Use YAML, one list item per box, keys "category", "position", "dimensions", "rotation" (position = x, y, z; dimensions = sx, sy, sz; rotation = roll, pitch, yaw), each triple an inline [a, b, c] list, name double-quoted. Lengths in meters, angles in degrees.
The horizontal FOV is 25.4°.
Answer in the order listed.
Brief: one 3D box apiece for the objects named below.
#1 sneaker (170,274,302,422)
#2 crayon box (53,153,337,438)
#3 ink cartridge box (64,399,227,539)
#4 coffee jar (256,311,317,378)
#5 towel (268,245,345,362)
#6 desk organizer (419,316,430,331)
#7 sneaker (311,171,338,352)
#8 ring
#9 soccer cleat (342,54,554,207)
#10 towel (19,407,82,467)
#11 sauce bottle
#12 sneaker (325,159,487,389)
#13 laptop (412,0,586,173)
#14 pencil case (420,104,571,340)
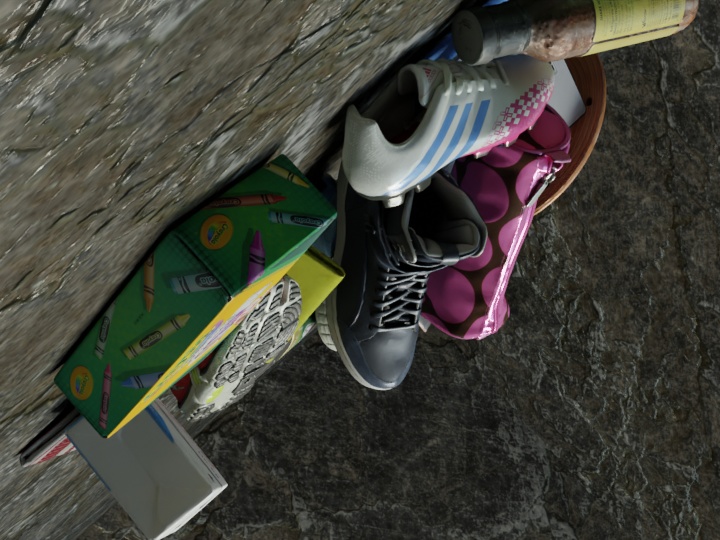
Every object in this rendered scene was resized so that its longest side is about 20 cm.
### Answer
- category: "sneaker"
  position: [-0.113, 0.046, 1.221]
  dimensions: [0.077, 0.085, 0.200]
  rotation: [-26, 165, -37]
- category: "crayon box"
  position: [-0.112, 0.019, 1.058]
  dimensions: [0.119, 0.058, 0.200]
  rotation: [-40, 177, -45]
- category: "ink cartridge box"
  position: [-0.176, 0.161, 1.356]
  dimensions: [0.067, 0.116, 0.200]
  rotation: [-40, 176, -4]
- category: "coffee jar"
  position: [-0.068, 0.019, 1.423]
  dimensions: [0.104, 0.085, 0.200]
  rotation: [-42, 179, 44]
- category: "towel"
  position: [-0.076, 0.014, 1.238]
  dimensions: [0.018, 0.086, 0.200]
  rotation: [-59, -175, -29]
- category: "desk organizer"
  position: [0.069, -0.048, 1.546]
  dimensions: [0.077, 0.072, 0.201]
  rotation: [13, -118, 41]
- category: "sneaker"
  position: [0.000, 0.000, 1.330]
  dimensions: [0.078, 0.090, 0.201]
  rotation: [-49, 138, -24]
- category: "ring"
  position: [0.148, -0.131, 1.462]
  dimensions: [0.200, 0.019, 0.202]
  rotation: [-26, -129, 37]
- category: "soccer cleat"
  position: [0.068, -0.123, 1.152]
  dimensions: [0.199, 0.070, 0.087]
  rotation: [-35, 137, -28]
- category: "towel"
  position: [-0.220, 0.114, 1.408]
  dimensions: [0.144, 0.023, 0.200]
  rotation: [-41, 176, 4]
- category: "sauce bottle"
  position: [0.158, -0.190, 1.174]
  dimensions: [0.199, 0.066, 0.066]
  rotation: [-15, 163, -30]
- category: "sneaker"
  position: [0.035, 0.009, 1.224]
  dimensions: [0.076, 0.204, 0.146]
  rotation: [-9, -164, -25]
- category: "laptop"
  position: [0.117, -0.145, 1.276]
  dimensions: [0.187, 0.201, 0.116]
  rotation: [-41, -149, -18]
- category: "pencil case"
  position: [0.105, -0.037, 1.273]
  dimensions: [0.090, 0.094, 0.201]
  rotation: [-24, 141, -40]
